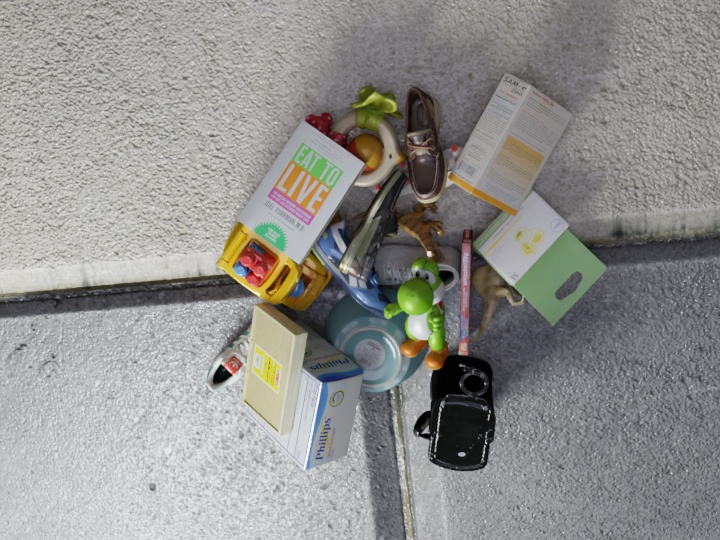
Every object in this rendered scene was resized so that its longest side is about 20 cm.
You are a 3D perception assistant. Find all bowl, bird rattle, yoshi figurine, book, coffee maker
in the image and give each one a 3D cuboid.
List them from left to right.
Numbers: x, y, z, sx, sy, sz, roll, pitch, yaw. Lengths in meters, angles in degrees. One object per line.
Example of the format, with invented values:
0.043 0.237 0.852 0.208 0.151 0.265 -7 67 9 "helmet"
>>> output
-0.099 -0.132 1.606 0.133 0.048 0.201 34 93 2 "book"
-0.010 -0.222 1.641 0.198 0.113 0.164 -31 90 11 "bird rattle"
0.024 0.142 1.751 0.197 0.105 0.204 2 106 5 "bowl"
0.098 0.076 1.611 0.111 0.113 0.202 -8 126 -4 "yoshi figurine"
0.189 0.230 1.707 0.133 0.200 0.194 28 109 -5 "coffee maker"

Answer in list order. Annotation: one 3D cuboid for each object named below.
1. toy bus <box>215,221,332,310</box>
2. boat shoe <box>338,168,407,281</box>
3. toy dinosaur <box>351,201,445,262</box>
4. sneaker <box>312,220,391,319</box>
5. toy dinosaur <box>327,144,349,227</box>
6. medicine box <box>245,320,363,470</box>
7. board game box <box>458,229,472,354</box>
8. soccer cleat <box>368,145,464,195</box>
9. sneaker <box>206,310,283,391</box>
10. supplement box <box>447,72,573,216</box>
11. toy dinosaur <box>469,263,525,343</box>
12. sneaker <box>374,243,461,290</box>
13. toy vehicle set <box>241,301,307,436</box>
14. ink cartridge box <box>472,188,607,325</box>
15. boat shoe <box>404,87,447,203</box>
-0.152 -0.006 1.685 0.199 0.192 0.136 37 105 -6 "toy bus"
0.033 -0.074 1.620 0.065 0.072 0.203 31 80 -4 "boat shoe"
0.087 -0.086 1.687 0.199 0.105 0.061 35 134 38 "toy dinosaur"
0.000 0.000 1.670 0.082 0.074 0.200 -42 95 3 "sneaker"
-0.064 -0.121 1.723 0.105 0.060 0.203 -8 99 -14 "toy dinosaur"
-0.105 0.221 1.723 0.199 0.102 0.185 34 122 40 "medicine box"
0.188 0.037 1.704 0.019 0.103 0.203 2 106 8 "board game box"
0.108 -0.165 1.680 0.197 0.077 0.070 -13 68 23 "soccer cleat"
-0.213 0.157 1.786 0.199 0.094 0.070 -41 98 15 "sneaker"
0.252 -0.210 1.605 0.125 0.073 0.202 22 102 -41 "supplement box"
0.250 0.034 1.726 0.100 0.058 0.203 6 93 14 "toy dinosaur"
0.081 0.001 1.700 0.197 0.116 0.075 -7 109 9 "sneaker"
-0.153 0.172 1.670 0.124 0.026 0.203 33 122 41 "toy vehicle set"
0.314 -0.026 1.666 0.200 0.048 0.146 45 91 9 "ink cartridge box"
0.102 -0.215 1.611 0.071 0.072 0.203 -8 70 25 "boat shoe"
